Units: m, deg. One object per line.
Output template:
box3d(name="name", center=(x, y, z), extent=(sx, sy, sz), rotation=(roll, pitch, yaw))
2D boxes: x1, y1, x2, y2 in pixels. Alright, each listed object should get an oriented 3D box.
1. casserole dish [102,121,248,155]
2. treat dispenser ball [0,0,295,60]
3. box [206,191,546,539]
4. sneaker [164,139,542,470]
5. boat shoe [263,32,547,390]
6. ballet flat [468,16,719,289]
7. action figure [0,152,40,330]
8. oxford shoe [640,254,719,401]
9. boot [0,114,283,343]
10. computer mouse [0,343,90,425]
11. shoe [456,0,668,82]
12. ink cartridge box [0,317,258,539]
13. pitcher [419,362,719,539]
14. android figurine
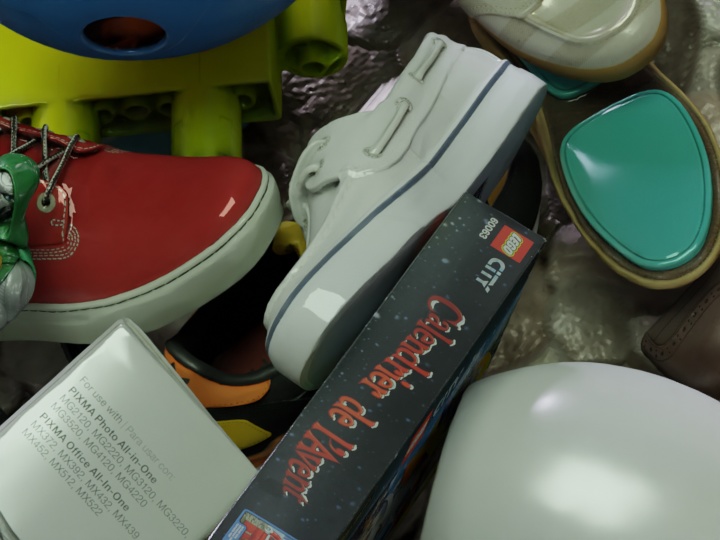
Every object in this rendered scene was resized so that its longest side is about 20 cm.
box3d(name="casserole dish", center=(-0.132, -0.081, 1.273), extent=(0.199, 0.039, 0.121), rotation=(-32, 58, -12))
box3d(name="treat dispenser ball", center=(-0.091, -0.184, 1.141), extent=(0.200, 0.201, 0.202), rotation=(-5, 57, 7))
box3d(name="box", center=(-0.008, 0.081, 1.055), extent=(0.038, 0.137, 0.200), rotation=(30, 49, 9))
box3d(name="sneaker", center=(0.000, 0.000, 1.165), extent=(0.200, 0.090, 0.070), rotation=(-43, 60, -17))
box3d(name="boat shoe", center=(0.003, -0.027, 1.108), extent=(0.065, 0.074, 0.200), rotation=(31, 38, 9))
box3d(name="ballet flat", center=(0.105, -0.057, 1.197), extent=(0.068, 0.063, 0.201), rotation=(-25, 51, 2))
box3d(name="action figure", center=(-0.185, 0.033, 1.099), extent=(0.118, 0.055, 0.200), rotation=(38, 103, -1))
box3d(name="oxford shoe", center=(0.187, -0.029, 1.165), extent=(0.072, 0.071, 0.200), rotation=(26, 65, 29))
box3d(name="boot", center=(-0.138, -0.044, 1.120), extent=(0.199, 0.145, 0.073), rotation=(-8, 38, 33))
box3d(name="computer mouse", center=(-0.182, 0.063, 1.183), extent=(0.199, 0.046, 0.141), rotation=(-13, 57, 1))
box3d(name="shoe", center=(0.048, -0.150, 1.192), extent=(0.070, 0.053, 0.200), rotation=(-48, 62, 6))
box3d(name="ink cartridge box", center=(-0.134, 0.125, 1.061), extent=(0.200, 0.145, 0.083), rotation=(-42, 84, -14))
box3d(name="pitcher", center=(0.118, 0.130, 1.055), extent=(0.199, 0.121, 0.172), rotation=(16, 78, 8))
box3d(name="android figurine", center=(-0.096, -0.117, 1.243), extent=(0.181, 0.041, 0.201), rotation=(-7, 57, 5))
